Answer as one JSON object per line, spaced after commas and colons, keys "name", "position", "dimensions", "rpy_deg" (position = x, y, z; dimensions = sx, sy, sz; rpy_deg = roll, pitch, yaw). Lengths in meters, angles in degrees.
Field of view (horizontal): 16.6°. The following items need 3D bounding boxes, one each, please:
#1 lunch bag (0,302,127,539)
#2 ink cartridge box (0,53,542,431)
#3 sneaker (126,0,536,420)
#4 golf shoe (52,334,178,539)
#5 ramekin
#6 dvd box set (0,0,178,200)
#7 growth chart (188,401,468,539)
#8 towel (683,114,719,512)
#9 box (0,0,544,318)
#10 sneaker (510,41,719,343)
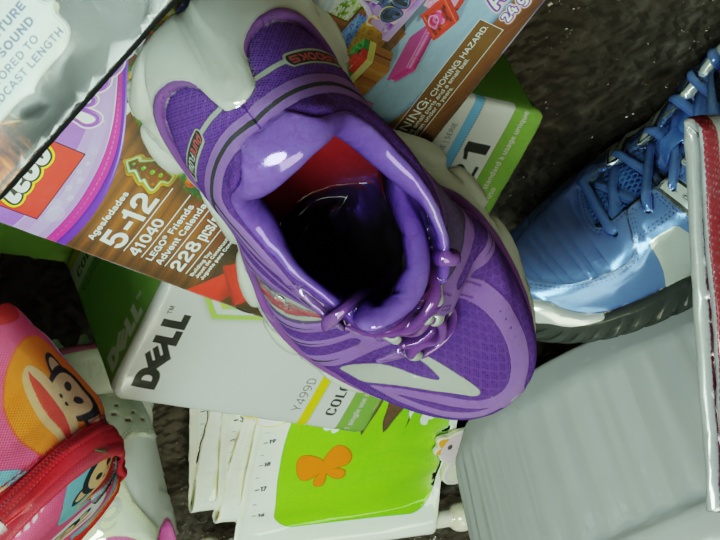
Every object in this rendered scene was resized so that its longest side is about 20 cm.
{"name": "lunch bag", "position": [-0.167, 0.097, 0.772], "dimensions": [0.200, 0.082, 0.176], "rpy_deg": [-39, 177, -9]}
{"name": "ink cartridge box", "position": [-0.065, -0.034, 0.823], "dimensions": [0.199, 0.076, 0.148], "rpy_deg": [10, 124, -31]}
{"name": "sneaker", "position": [0.000, 0.000, 0.714], "dimensions": [0.081, 0.084, 0.200], "rpy_deg": [-37, 142, 6]}
{"name": "golf shoe", "position": [-0.105, 0.100, 0.931], "dimensions": [0.075, 0.092, 0.200], "rpy_deg": [-14, 155, -9]}
{"name": "ramekin", "position": [0.130, 0.077, 0.984], "dimensions": [0.202, 0.094, 0.202], "rpy_deg": [-21, 165, -6]}
{"name": "dvd box set", "position": [-0.124, -0.133, 0.635], "dimensions": [0.200, 0.029, 0.146], "rpy_deg": [43, 106, -5]}
{"name": "growth chart", "position": [-0.008, 0.051, 0.993], "dimensions": [0.144, 0.018, 0.200], "rpy_deg": [-12, 136, -11]}
{"name": "towel", "position": [0.201, 0.009, 0.887], "dimensions": [0.199, 0.145, 0.023], "rpy_deg": [-6, -178, -33]}
{"name": "box", "position": [-0.021, -0.084, 0.720], "dimensions": [0.137, 0.039, 0.200], "rpy_deg": [21, 117, -38]}
{"name": "sneaker", "position": [0.128, -0.045, 0.919], "dimensions": [0.200, 0.076, 0.077], "rpy_deg": [-31, 133, -4]}
